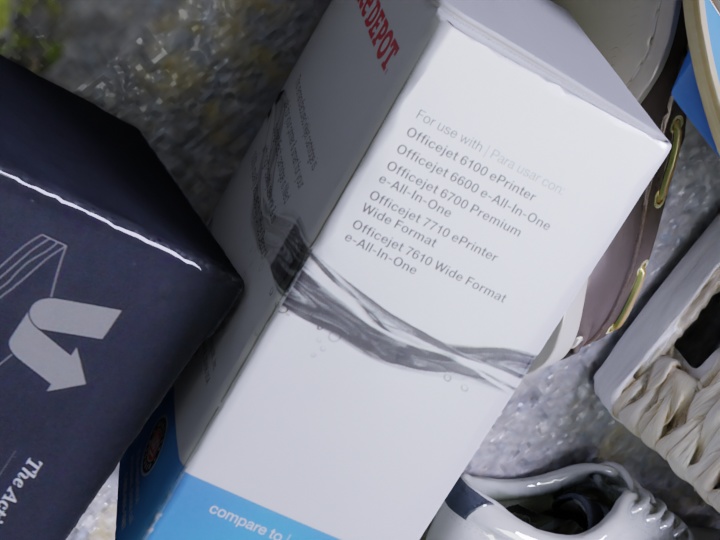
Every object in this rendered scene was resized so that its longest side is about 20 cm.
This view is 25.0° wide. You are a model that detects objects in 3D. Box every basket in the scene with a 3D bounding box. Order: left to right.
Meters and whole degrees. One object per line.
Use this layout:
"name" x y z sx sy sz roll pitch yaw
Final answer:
"basket" 0.227 0.067 0.723 0.199 0.123 0.136 29 104 -38

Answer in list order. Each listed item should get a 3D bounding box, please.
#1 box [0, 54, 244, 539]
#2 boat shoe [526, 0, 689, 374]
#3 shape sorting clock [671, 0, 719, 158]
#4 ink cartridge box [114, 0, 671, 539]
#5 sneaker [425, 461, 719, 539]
"box" -0.177 0.019 0.484 0.199 0.118 0.197 28 104 -36
"boat shoe" 0.090 -0.058 0.609 0.059 0.072 0.202 -11 120 -45
"shape sorting clock" 0.179 -0.068 0.591 0.199 0.202 0.039 23 149 -36
"ink cartridge box" 0.000 0.000 0.532 0.083 0.145 0.201 26 109 -16
"sneaker" 0.117 0.127 0.736 0.198 0.073 0.071 4 114 -32
